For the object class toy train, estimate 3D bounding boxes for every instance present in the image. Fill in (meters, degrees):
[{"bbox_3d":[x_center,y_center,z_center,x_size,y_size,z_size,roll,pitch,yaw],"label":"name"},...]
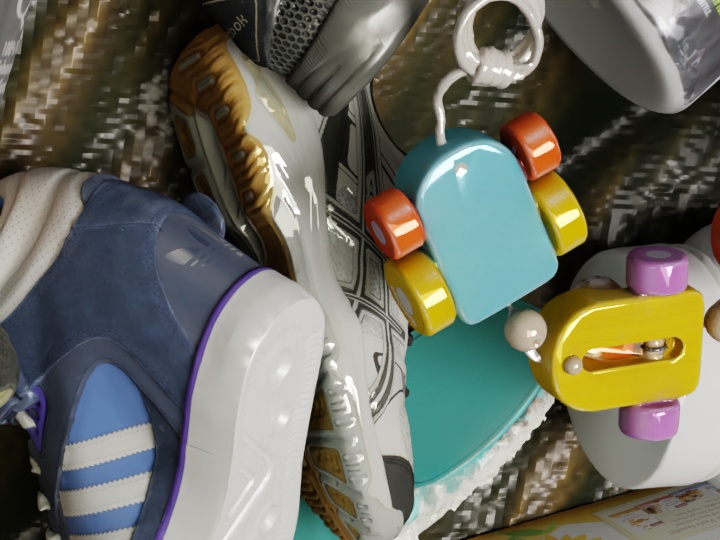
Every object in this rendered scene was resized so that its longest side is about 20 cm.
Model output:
[{"bbox_3d":[0.089,-0.026,0.804,0.199,0.056,0.151,22,96,-28],"label":"toy train"}]

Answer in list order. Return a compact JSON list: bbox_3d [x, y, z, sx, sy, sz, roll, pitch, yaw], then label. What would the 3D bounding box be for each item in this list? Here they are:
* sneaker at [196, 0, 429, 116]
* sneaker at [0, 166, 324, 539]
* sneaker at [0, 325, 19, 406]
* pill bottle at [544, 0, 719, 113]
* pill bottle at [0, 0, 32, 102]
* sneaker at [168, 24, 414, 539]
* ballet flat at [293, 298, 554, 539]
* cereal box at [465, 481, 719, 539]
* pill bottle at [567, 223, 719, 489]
[{"bbox_3d":[0.001,-0.164,0.789,0.114,0.076,0.200,36,75,-9],"label":"sneaker"},{"bbox_3d":[-0.099,0.060,0.811,0.080,0.146,0.201,-30,140,-54],"label":"sneaker"},{"bbox_3d":[-0.211,0.056,0.769,0.199,0.077,0.089,-9,134,2],"label":"sneaker"},{"bbox_3d":[0.156,-0.160,0.843,0.200,0.106,0.106,-41,118,-7],"label":"pill bottle"},{"bbox_3d":[-0.156,-0.114,0.716,0.116,0.116,0.201,15,101,-27],"label":"pill bottle"},{"bbox_3d":[0.000,0.000,0.827,0.087,0.076,0.201,-18,98,-28],"label":"sneaker"},{"bbox_3d":[0.002,0.085,0.887,0.200,0.072,0.072,-41,118,-4],"label":"ballet flat"},{"bbox_3d":[0.144,0.142,0.883,0.143,0.200,0.040,-13,111,-19],"label":"cereal box"},{"bbox_3d":[0.191,0.032,0.918,0.199,0.114,0.114,-3,108,-23],"label":"pill bottle"}]
